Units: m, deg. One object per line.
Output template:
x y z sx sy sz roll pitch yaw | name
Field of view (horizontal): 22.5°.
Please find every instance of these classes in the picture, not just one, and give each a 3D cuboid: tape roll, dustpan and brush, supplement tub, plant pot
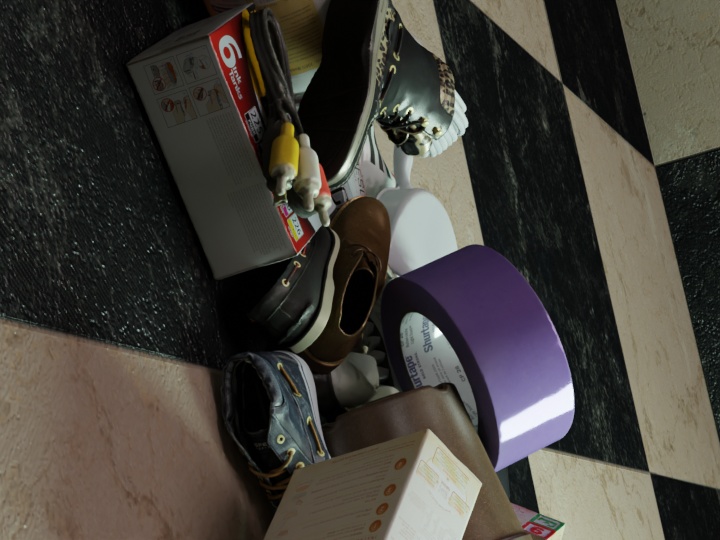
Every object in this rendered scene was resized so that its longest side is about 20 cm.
0.105 0.083 1.665 0.200 0.085 0.200 52 -25 35 | tape roll
0.051 -0.057 1.826 0.140 0.057 0.200 38 49 -45 | dustpan and brush
-0.070 -0.254 1.663 0.145 0.144 0.200 -81 155 -50 | supplement tub
0.045 0.215 1.587 0.200 0.200 0.199 10 57 -68 | plant pot

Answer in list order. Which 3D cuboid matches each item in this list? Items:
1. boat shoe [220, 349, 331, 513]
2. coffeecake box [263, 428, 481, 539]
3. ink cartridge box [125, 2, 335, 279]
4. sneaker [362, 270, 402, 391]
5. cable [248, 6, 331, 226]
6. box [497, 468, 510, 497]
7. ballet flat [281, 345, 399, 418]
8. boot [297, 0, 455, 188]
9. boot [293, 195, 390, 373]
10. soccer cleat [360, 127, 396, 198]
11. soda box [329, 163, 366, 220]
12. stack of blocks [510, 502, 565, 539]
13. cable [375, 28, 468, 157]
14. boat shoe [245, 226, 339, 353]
-0.064 0.162 1.498 0.091 0.071 0.201 9 61 -66 | boat shoe
-0.012 0.231 1.365 0.073 0.153 0.200 46 46 -23 | coffeecake box
-0.102 -0.120 1.576 0.176 0.084 0.200 -56 127 -65 | ink cartridge box
0.036 0.050 1.817 0.075 0.081 0.200 31 39 -60 | sneaker
-0.052 -0.126 1.511 0.097 0.050 0.200 39 42 -52 | cable
0.105 0.160 1.978 0.200 0.050 0.199 46 33 -52 | box
-0.006 0.109 1.682 0.200 0.068 0.068 42 38 -56 | ballet flat
0.017 -0.143 1.615 0.151 0.073 0.200 37 55 -50 | boot
0.000 0.000 1.647 0.074 0.075 0.200 30 48 -14 | boot
0.000 -0.095 1.873 0.085 0.069 0.200 -49 128 -44 | soccer cleat
-0.034 -0.075 1.757 0.068 0.063 0.200 18 58 -67 | soda box
0.107 0.315 1.701 0.059 0.115 0.200 -18 123 -65 | stack of blocks
0.030 -0.207 1.900 0.200 0.069 0.200 52 -4 -40 | cable
-0.063 -0.002 1.606 0.063 0.074 0.201 36 21 -16 | boat shoe
